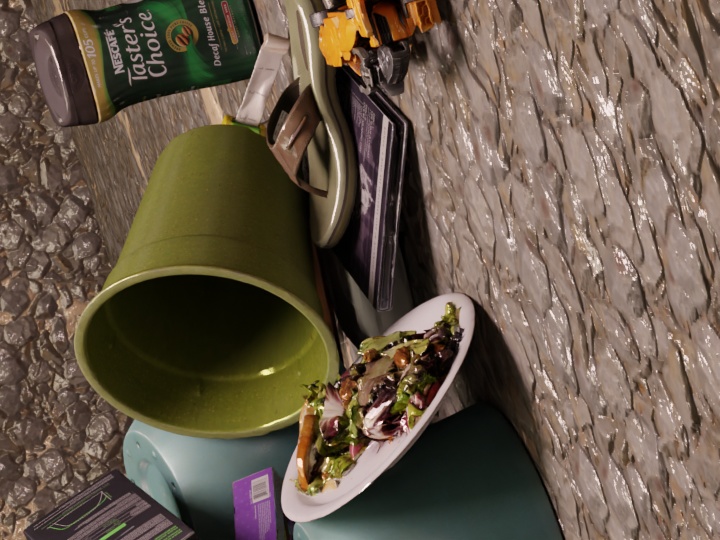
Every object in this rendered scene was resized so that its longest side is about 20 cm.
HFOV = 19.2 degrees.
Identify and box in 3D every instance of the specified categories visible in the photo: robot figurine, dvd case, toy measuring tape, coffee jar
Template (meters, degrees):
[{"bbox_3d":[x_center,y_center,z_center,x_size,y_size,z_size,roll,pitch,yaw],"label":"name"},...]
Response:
[{"bbox_3d":[0.002,-0.189,1.399,0.200,0.058,0.146,-160,54,-75],"label":"robot figurine"},{"bbox_3d":[-0.008,-0.079,1.616,0.200,0.016,0.150,-126,37,-58],"label":"dvd case"},{"bbox_3d":[-0.100,-0.104,1.821,0.074,0.073,0.201,61,137,42],"label":"toy measuring tape"},{"bbox_3d":[-0.194,-0.199,1.909,0.085,0.199,0.105,-159,52,-74],"label":"coffee jar"}]

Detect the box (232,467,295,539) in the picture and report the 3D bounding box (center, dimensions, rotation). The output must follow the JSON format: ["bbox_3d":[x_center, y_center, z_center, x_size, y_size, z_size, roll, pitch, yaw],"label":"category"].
[{"bbox_3d":[-0.045,0.267,1.594,0.137,0.039,0.201,53,-158,-42],"label":"box"}]

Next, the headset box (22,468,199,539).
[{"bbox_3d":[-0.152,0.268,1.616,0.200,0.092,0.175,22,142,62],"label":"headset box"}]

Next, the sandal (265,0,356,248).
[{"bbox_3d":[-0.046,-0.116,1.596,0.080,0.057,0.203,-176,76,-72],"label":"sandal"}]

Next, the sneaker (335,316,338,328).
[{"bbox_3d":[-0.101,-0.009,1.949,0.200,0.070,0.080,49,-174,-22],"label":"sneaker"}]

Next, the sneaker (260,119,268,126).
[{"bbox_3d":[-0.096,-0.078,1.975,0.200,0.074,0.107,-151,39,-84],"label":"sneaker"}]

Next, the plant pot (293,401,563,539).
[{"bbox_3d":[0.045,0.215,1.527,0.201,0.160,0.202,163,90,-78],"label":"plant pot"}]

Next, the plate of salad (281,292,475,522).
[{"bbox_3d":[0.004,0.089,1.492,0.048,0.200,0.200,41,175,-16],"label":"plate of salad"}]

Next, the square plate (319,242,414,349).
[{"bbox_3d":[0.000,0.000,1.737,0.198,0.028,0.201,-135,30,-64],"label":"square plate"}]

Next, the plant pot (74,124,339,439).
[{"bbox_3d":[-0.108,-0.005,1.642,0.201,0.198,0.191,87,-173,-48],"label":"plant pot"}]

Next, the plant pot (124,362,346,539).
[{"bbox_3d":[-0.097,0.160,1.752,0.201,0.160,0.202,43,146,39],"label":"plant pot"}]

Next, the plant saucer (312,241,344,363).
[{"bbox_3d":[-0.047,0.000,1.827,0.200,0.032,0.202,168,90,-90],"label":"plant saucer"}]
